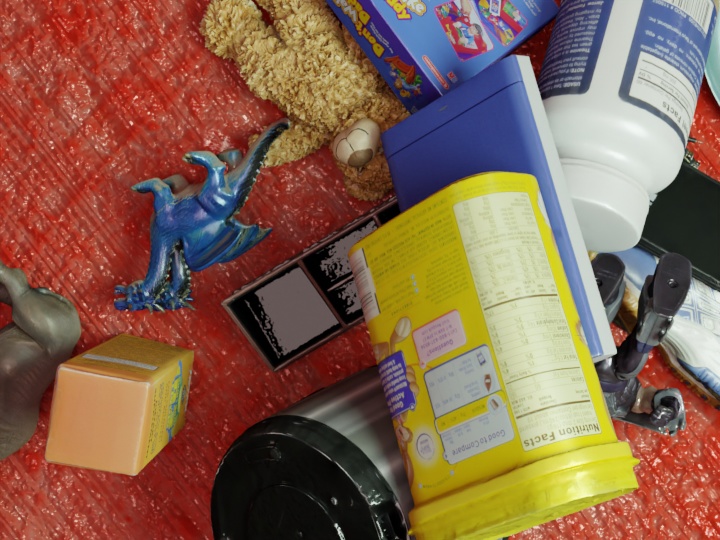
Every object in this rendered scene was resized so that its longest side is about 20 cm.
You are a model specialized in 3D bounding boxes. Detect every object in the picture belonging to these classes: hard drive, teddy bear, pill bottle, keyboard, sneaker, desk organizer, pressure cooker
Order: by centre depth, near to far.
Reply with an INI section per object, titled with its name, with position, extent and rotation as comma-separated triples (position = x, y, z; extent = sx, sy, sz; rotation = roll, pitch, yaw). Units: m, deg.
[hard drive]
position = 0.086, -0.022, 0.939
extent = 0.131, 0.025, 0.202
rotation = -27, 72, 44
[pill bottle]
position = 0.176, -0.120, 0.980
extent = 0.110, 0.111, 0.202
rotation = 17, 71, 2
[pressure cooker]
position = 0.015, 0.161, 1.003
extent = 0.175, 0.199, 0.180
rotation = -34, 83, 41
[keyboard]
position = 0.203, -0.064, 1.043
extent = 0.199, 0.040, 0.104
rotation = 33, 68, 8
[sneaker]
position = 0.233, 0.015, 1.046
extent = 0.200, 0.075, 0.088
rotation = 42, 84, -7
[teddy bear]
position = -0.034, -0.142, 1.048
extent = 0.144, 0.067, 0.202
rotation = -24, 91, 7
[desk organizer]
position = 0.000, 0.000, 1.049
extent = 0.199, 0.077, 0.072
rotation = -31, 91, 5

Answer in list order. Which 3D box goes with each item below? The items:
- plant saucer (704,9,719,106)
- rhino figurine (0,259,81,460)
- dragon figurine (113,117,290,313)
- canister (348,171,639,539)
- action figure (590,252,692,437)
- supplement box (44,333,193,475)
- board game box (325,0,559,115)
[plant saucer]
position = 0.346, -0.176, 1.041
extent = 0.198, 0.027, 0.202
rotation = 0, 93, 3
[rhino figurine]
position = -0.283, 0.093, 1.083
extent = 0.087, 0.060, 0.201
rotation = 27, 98, -9
[dragon figurine]
position = -0.106, -0.035, 1.047
extent = 0.199, 0.059, 0.100
rotation = -26, 86, 24
[canister]
position = 0.075, 0.057, 0.874
extent = 0.148, 0.086, 0.202
rotation = -30, 69, 43
[action figure]
position = 0.174, 0.064, 1.002
extent = 0.129, 0.201, 0.070
rotation = 12, 56, 8
[supplement box]
position = -0.166, 0.091, 1.005
extent = 0.068, 0.200, 0.067
rotation = 9, 94, 0
[board game box]
position = 0.034, -0.225, 1.015
extent = 0.134, 0.045, 0.201
rotation = -37, 91, -30
